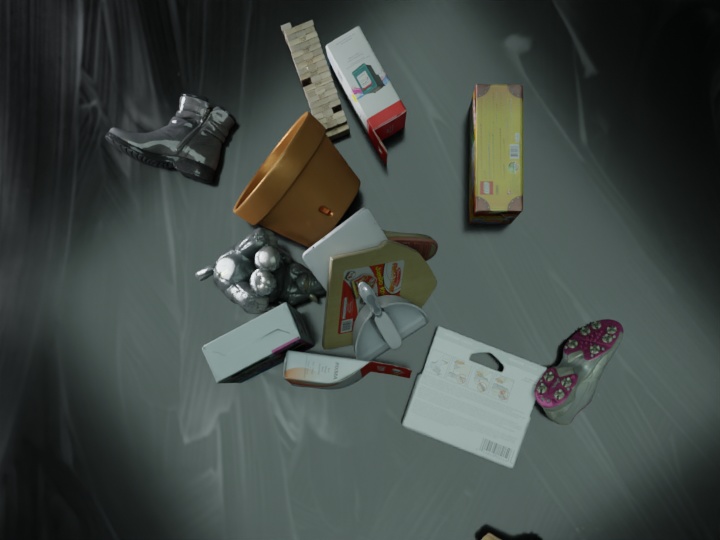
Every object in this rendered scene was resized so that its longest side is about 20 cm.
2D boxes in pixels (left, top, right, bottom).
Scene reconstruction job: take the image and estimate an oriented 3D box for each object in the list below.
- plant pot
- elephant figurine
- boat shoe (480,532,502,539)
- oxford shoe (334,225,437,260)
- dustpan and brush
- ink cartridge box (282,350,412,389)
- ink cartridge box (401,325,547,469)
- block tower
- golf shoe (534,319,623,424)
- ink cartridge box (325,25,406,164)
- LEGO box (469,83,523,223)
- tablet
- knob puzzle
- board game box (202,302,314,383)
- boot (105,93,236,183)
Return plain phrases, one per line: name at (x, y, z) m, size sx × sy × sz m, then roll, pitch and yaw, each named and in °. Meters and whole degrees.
plant pot at (-0.094, -0.132, 1.631) m, size 0.139 × 0.200 × 0.201 m, roll 38°, pitch 88°, yaw -12°
elephant figurine at (-0.134, 0.020, 1.654) m, size 0.142 × 0.199 × 0.155 m, roll -50°, pitch 59°, yaw 13°
boat shoe at (0.285, 0.473, 1.631) m, size 0.198 × 0.074 × 0.067 m, roll 30°, pitch 75°, yaw 2°
oxford shoe at (0.031, -0.052, 1.673) m, size 0.196 × 0.071 × 0.075 m, roll 1°, pitch 47°, yaw -14°
dustpan and brush at (0.031, 0.073, 1.606) m, size 0.138 × 0.057 × 0.201 m, roll -33°, pitch 130°, yaw -3°
ink cartridge box at (-0.019, 0.171, 1.611) m, size 0.196 × 0.162 × 0.051 m, roll 10°, pitch 80°, yaw 3°
ink cartridge box at (0.186, 0.208, 1.661) m, size 0.197 × 0.044 × 0.176 m, roll 21°, pitch 86°, yaw 3°
block tower at (-0.074, -0.322, 1.702) m, size 0.057 × 0.054 × 0.203 m, roll -21°, pitch 86°, yaw -1°
golf shoe at (0.363, 0.166, 1.652) m, size 0.200 × 0.075 × 0.092 m, roll -44°, pitch 129°, yaw -17°
ink cartridge box at (0.020, -0.285, 1.665) m, size 0.067 × 0.116 × 0.202 m, roll -29°, pitch 86°, yaw -1°
LEGO box at (0.218, -0.185, 1.635) m, size 0.076 × 0.149 × 0.204 m, roll 1°, pitch 85°, yaw 2°
tablet at (0.000, 0.000, 1.627) m, size 0.129 × 0.201 × 0.014 m, roll -36°, pitch 42°, yaw -2°
knob puzzle at (0.032, 0.031, 1.638) m, size 0.218 × 0.221 × 0.031 m, roll -36°, pitch 43°, yaw -1°
board game box at (-0.157, 0.119, 1.599) m, size 0.146 × 0.200 × 0.065 m, roll -27°, pitch 83°, yaw 0°
boot at (-0.319, -0.239, 1.705) m, size 0.197 × 0.070 × 0.134 m, roll 19°, pitch 84°, yaw -8°
